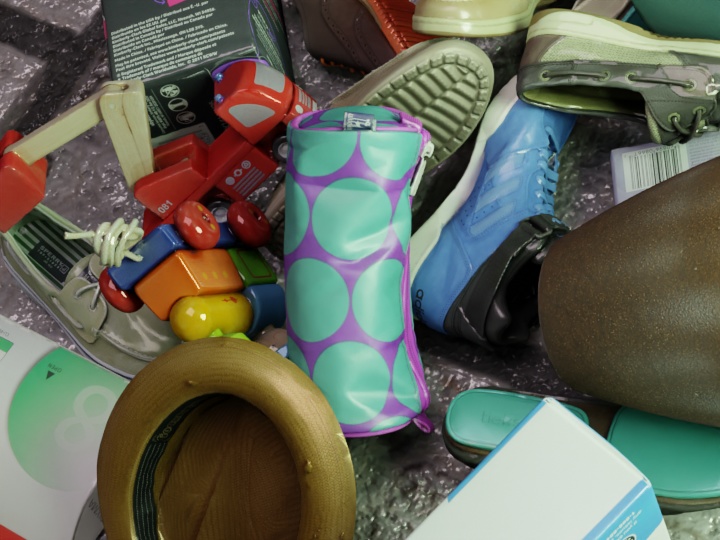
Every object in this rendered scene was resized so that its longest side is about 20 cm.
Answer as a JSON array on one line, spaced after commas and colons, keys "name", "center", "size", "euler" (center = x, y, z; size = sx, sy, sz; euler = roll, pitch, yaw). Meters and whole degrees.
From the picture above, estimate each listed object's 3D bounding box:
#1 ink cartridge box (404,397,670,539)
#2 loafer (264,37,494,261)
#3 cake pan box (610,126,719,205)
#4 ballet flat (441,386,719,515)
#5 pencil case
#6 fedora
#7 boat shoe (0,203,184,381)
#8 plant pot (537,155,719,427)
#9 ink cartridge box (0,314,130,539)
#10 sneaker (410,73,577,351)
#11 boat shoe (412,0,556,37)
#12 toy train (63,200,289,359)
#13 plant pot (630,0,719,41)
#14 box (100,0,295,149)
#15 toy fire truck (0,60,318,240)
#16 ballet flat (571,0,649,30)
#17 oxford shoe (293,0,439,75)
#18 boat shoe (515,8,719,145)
[{"name": "ink cartridge box", "center": [0.098, 0.183, 1.306], "size": [0.146, 0.200, 0.086], "euler": [-45, 57, -11]}, {"name": "loafer", "center": [0.005, -0.088, 1.554], "size": [0.200, 0.076, 0.068], "euler": [-41, 30, 24]}, {"name": "cake pan box", "center": [0.253, -0.007, 1.465], "size": [0.199, 0.052, 0.185], "euler": [-12, 54, 12]}, {"name": "ballet flat", "center": [0.146, 0.109, 1.416], "size": [0.200, 0.068, 0.068], "euler": [12, 64, 25]}, {"name": "pencil case", "center": [0.000, 0.000, 1.470], "size": [0.092, 0.085, 0.201], "euler": [1, 97, 12]}, {"name": "fedora", "center": [-0.067, 0.134, 1.439], "size": [0.200, 0.082, 0.201], "euler": [5, 99, 33]}, {"name": "boat shoe", "center": [-0.178, 0.018, 1.590], "size": [0.200, 0.062, 0.072], "euler": [32, 73, 31]}, {"name": "plant pot", "center": [0.208, 0.013, 1.345], "size": [0.200, 0.187, 0.187], "euler": [-8, 56, 32]}, {"name": "ink cartridge box", "center": [-0.239, 0.138, 1.546], "size": [0.161, 0.050, 0.200], "euler": [24, 67, 30]}, {"name": "sneaker", "center": [0.112, -0.039, 1.515], "size": [0.111, 0.077, 0.200], "euler": [26, 74, 37]}, {"name": "boat shoe", "center": [0.089, -0.200, 1.574], "size": [0.073, 0.063, 0.200], "euler": [8, 24, 22]}, {"name": "toy train", "center": [-0.105, 0.025, 1.475], "size": [0.085, 0.200, 0.116], "euler": [-39, 76, 21]}, {"name": "plant pot", "center": [0.255, -0.197, 1.492], "size": [0.141, 0.200, 0.142], "euler": [21, 69, 29]}, {"name": "box", "center": [-0.115, -0.179, 1.657], "size": [0.106, 0.122, 0.200], "euler": [-16, 54, 9]}, {"name": "toy fire truck", "center": [-0.141, -0.079, 1.561], "size": [0.200, 0.141, 0.049], "euler": [-43, 26, 21]}, {"name": "ballet flat", "center": [0.200, -0.199, 1.601], "size": [0.200, 0.070, 0.069], "euler": [-43, 55, -10]}, {"name": "oxford shoe", "center": [0.009, -0.158, 1.649], "size": [0.073, 0.071, 0.200], "euler": [-48, 56, 24]}, {"name": "boat shoe", "center": [0.193, -0.109, 1.482], "size": [0.200, 0.072, 0.066], "euler": [16, 74, 18]}]
